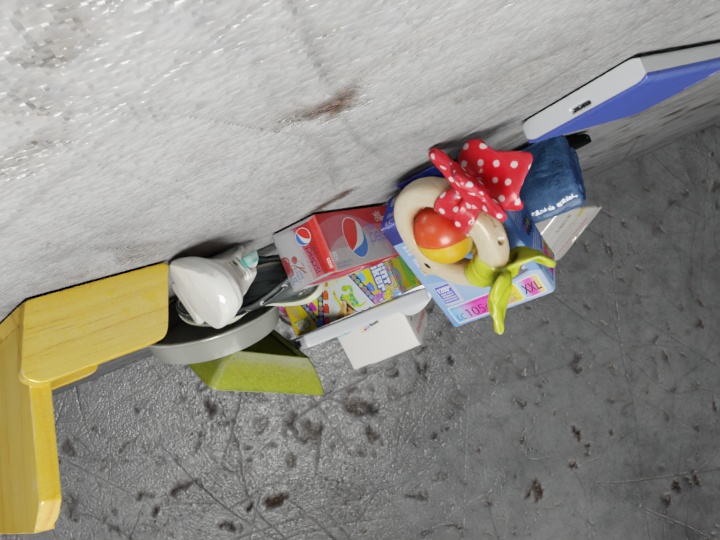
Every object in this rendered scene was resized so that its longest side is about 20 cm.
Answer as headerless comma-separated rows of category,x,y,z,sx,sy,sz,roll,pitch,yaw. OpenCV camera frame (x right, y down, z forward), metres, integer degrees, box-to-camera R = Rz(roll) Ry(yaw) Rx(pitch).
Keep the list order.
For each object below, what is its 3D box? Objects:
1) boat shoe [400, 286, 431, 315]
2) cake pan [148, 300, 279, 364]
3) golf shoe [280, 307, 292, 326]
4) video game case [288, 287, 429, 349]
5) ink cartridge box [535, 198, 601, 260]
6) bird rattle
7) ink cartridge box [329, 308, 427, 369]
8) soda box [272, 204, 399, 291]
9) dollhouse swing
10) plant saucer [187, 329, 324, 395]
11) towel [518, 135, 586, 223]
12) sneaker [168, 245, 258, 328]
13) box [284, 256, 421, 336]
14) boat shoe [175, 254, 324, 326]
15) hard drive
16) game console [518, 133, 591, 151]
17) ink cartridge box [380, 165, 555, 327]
boat shoe,0.108,-0.020,1.144,0.072,0.200,0.068,14,-166,7
cake pan,-0.198,0.069,0.875,0.200,0.037,0.200,-11,-161,4
golf shoe,-0.111,0.049,1.110,0.092,0.073,0.200,-25,155,34
video game case,-0.009,0.080,1.028,0.200,0.022,0.182,-20,177,-16
ink cartridge box,0.277,-0.069,0.973,0.200,0.067,0.117,-8,138,-53
bird rattle,0.096,-0.036,0.639,0.163,0.200,0.113,9,-124,45
ink cartridge box,0.021,0.057,1.259,0.145,0.200,0.147,-23,-168,19
soda box,-0.015,-0.031,0.772,0.063,0.070,0.200,-24,177,29
dollhouse swing,-0.258,0.119,0.605,0.182,0.176,0.200,-20,176,-44
plant saucer,-0.174,0.117,0.976,0.200,0.048,0.200,13,-169,-42
towel,0.175,-0.093,0.816,0.200,0.112,0.049,-21,137,25
sneaker,-0.136,0.005,0.646,0.088,0.075,0.200,-34,-171,-18
box,0.000,0.000,1.038,0.193,0.122,0.200,-23,177,26
boat shoe,-0.145,0.019,0.776,0.199,0.075,0.066,-7,156,20
hard drive,0.273,-0.179,0.649,0.200,0.025,0.132,-21,177,-37
game console,0.246,-0.108,0.965,0.200,0.116,0.176,-21,178,-45
ink cartridge box,0.118,-0.043,0.751,0.136,0.200,0.076,-25,-152,28
